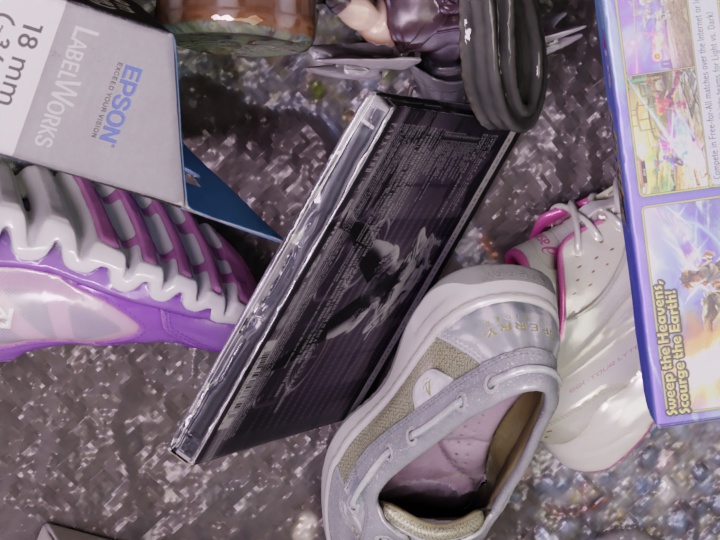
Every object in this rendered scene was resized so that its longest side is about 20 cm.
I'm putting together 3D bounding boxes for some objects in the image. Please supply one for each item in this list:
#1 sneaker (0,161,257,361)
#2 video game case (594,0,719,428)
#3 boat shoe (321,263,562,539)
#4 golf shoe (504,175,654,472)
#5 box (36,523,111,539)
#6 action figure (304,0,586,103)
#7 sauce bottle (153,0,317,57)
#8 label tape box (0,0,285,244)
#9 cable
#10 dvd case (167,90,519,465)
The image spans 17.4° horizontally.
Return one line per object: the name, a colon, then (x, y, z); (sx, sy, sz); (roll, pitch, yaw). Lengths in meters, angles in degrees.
sneaker: (-0.140, 0.007, 0.923); (0.200, 0.081, 0.089); (13, 112, -19)
video game case: (0.194, -0.048, 0.954); (0.181, 0.045, 0.201); (-8, 98, 1)
boat shoe: (0.035, 0.082, 0.981); (0.074, 0.065, 0.202); (6, 138, -20)
golf shoe: (0.119, -0.010, 1.009); (0.091, 0.075, 0.200); (29, 98, -23)
box: (-0.055, 0.179, 1.020); (0.200, 0.068, 0.082); (20, 102, -25)
action figure: (0.029, -0.151, 0.926); (0.130, 0.069, 0.201); (-14, 118, -22)
sauce bottle: (-0.043, -0.181, 0.861); (0.064, 0.065, 0.201); (2, 86, -21)
label tape box: (-0.126, -0.084, 0.850); (0.199, 0.144, 0.063); (16, 102, -25)
cable: (0.032, -0.140, 0.872); (0.050, 0.097, 0.200); (4, 145, 20)
dvd case: (0.000, 0.000, 0.918); (0.016, 0.200, 0.149); (32, 101, 14)
